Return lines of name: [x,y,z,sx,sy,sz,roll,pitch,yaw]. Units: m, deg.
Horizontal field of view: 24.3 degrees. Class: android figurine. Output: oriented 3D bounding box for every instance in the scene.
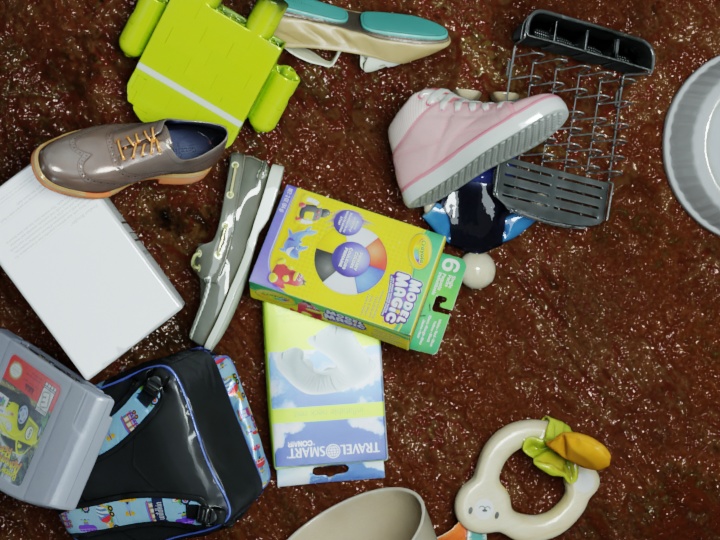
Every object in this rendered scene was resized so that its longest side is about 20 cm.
android figurine: [-0.155,-0.203,1.676,0.181,0.041,0.201,28,112,-4]

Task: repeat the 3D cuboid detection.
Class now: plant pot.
plant pot: [0.026,0.356,1.682,0.186,0.187,0.201,-29,108,-2]

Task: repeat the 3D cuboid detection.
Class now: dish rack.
dish rack: [0.210,-0.147,1.691,0.152,0.054,0.203,12,84,-21]

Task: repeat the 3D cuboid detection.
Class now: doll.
doll: [0.128,-0.082,1.719,0.135,0.048,0.203,5,92,-3]

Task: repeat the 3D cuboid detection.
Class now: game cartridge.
game cartridge: [-0.326,0.151,1.645,0.041,0.199,0.134,16,96,-46]

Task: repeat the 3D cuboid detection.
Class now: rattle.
rattle: [0.158,0.244,1.695,0.199,0.143,0.131,-31,113,-7]

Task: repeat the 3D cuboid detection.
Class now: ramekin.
ramekin: [0.414,-0.129,1.710,0.200,0.094,0.205,0,92,-3]

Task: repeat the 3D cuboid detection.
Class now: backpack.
backpack: [-0.213,0.185,1.669,0.198,0.134,0.184,-21,93,26]

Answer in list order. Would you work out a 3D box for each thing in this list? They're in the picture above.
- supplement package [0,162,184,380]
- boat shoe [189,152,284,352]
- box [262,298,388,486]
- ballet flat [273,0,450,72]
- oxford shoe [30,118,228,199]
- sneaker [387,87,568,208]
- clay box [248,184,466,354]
supplement package: [-0.280,-0.010,1.662,0.121,0.120,0.201,-36,94,-3]
boat shoe: [-0.136,-0.019,1.697,0.060,0.072,0.204,20,85,-2]
box: [-0.036,0.120,1.720,0.120,0.048,0.203,-4,92,-3]
ballet flat: [-0.009,-0.236,1.706,0.198,0.069,0.064,12,120,-1]
oxford shoe: [-0.218,-0.118,1.600,0.198,0.073,0.072,-12,76,-36]
sneaker: [0.105,-0.148,1.639,0.199,0.075,0.106,-29,73,35]
clay box: [0.000,0.000,1.679,0.198,0.048,0.116,17,68,8]
